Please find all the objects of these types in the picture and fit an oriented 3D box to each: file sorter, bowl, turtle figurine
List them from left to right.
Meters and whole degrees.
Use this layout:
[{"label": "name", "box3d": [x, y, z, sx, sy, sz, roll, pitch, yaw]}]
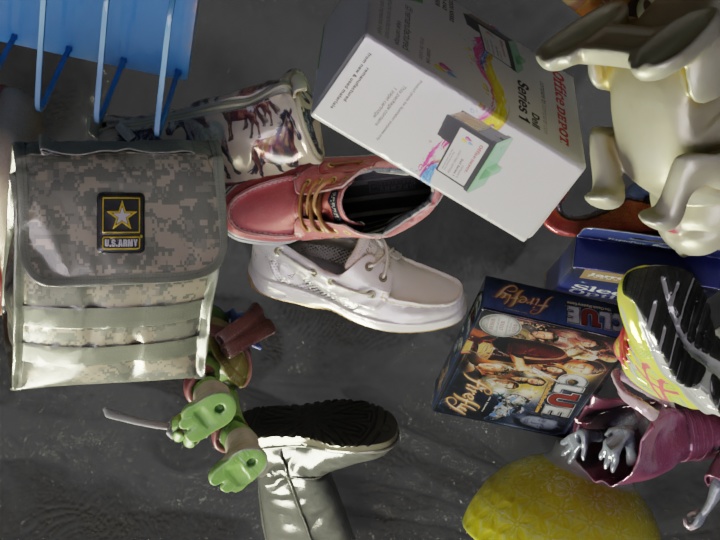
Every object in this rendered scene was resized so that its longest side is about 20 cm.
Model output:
[{"label": "file sorter", "box3d": [-0.230, -0.200, 1.133, 0.197, 0.123, 0.140, 12, 128, -3]}, {"label": "turtle figurine", "box3d": [-0.165, 0.109, 1.301, 0.197, 0.194, 0.146, 1, 117, -20]}, {"label": "bowl", "box3d": [0.204, 0.223, 1.402, 0.198, 0.200, 0.109, 18, 95, -8]}]

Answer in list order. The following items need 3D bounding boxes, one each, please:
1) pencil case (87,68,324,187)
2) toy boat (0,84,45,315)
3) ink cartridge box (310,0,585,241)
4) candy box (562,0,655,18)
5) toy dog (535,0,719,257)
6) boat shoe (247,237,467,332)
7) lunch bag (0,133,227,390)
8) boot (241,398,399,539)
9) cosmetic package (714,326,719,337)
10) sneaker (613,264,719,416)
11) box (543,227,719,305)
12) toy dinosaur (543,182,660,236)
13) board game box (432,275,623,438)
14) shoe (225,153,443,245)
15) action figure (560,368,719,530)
[{"label": "pencil case", "box3d": [-0.123, -0.108, 1.219, 0.198, 0.079, 0.090, -12, 148, 16]}, {"label": "toy boat", "box3d": [-0.330, -0.054, 1.247, 0.129, 0.131, 0.202, 1, 128, -1]}, {"label": "ink cartridge box", "box3d": [0.069, -0.134, 1.137, 0.199, 0.146, 0.084, 29, 123, -17]}, {"label": "candy box", "box3d": [0.207, -0.234, 1.101, 0.199, 0.056, 0.115, 35, 122, -20]}, {"label": "toy dog", "box3d": [0.241, -0.103, 1.078, 0.139, 0.194, 0.202, 8, 131, 48]}, {"label": "boat shoe", "box3d": [0.000, 0.000, 1.296, 0.197, 0.071, 0.070, 10, 129, 0]}, {"label": "lunch bag", "box3d": [-0.194, -0.013, 1.159, 0.162, 0.118, 0.202, -2, 129, -18]}, {"label": "boot", "box3d": [-0.030, 0.224, 1.475, 0.180, 0.073, 0.202, 1, 123, 23]}, {"label": "cosmetic package", "box3d": [0.363, 0.071, 1.223, 0.080, 0.114, 0.200, -21, 169, -16]}, {"label": "sneaker", "box3d": [0.235, 0.060, 1.182, 0.089, 0.079, 0.200, 8, 153, 36]}, {"label": "box", "box3d": [0.224, 0.005, 1.225, 0.119, 0.033, 0.200, 8, 168, 1]}, {"label": "toy dinosaur", "box3d": [0.238, -0.059, 1.184, 0.180, 0.200, 0.106, -17, 114, -20]}, {"label": "board game box", "box3d": [0.150, 0.082, 1.325, 0.134, 0.035, 0.201, 12, 148, -4]}, {"label": "shoe", "box3d": [-0.028, -0.059, 1.224, 0.197, 0.091, 0.072, -9, 98, 6]}, {"label": "action figure", "box3d": [0.285, 0.139, 1.333, 0.197, 0.134, 0.150, -2, 123, -20]}]
